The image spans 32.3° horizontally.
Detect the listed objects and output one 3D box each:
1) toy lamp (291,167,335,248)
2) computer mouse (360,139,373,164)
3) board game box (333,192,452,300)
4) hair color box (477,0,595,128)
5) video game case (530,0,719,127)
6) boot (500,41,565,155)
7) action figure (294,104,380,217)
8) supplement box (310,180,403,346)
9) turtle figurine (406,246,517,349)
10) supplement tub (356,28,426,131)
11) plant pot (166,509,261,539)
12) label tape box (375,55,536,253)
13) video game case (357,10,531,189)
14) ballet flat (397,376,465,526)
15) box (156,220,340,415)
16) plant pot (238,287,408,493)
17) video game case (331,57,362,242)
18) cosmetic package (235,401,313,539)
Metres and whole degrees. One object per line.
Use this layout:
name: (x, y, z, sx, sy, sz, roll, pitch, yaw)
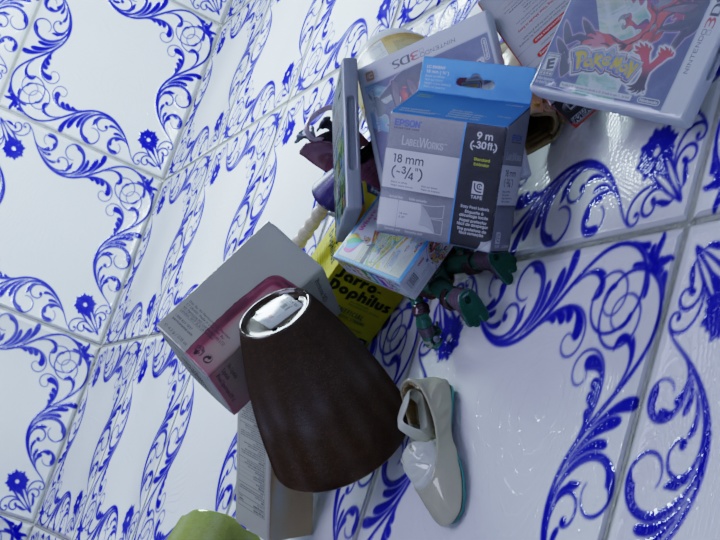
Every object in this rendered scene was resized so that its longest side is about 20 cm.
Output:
toy lamp: (-0.069, -0.061, 1.705, 0.200, 0.058, 0.058, -55, 23, 31)
computer mouse: (0.086, -0.196, 1.600, 0.046, 0.199, 0.140, 68, 157, 3)
board game box: (0.072, -0.070, 1.472, 0.134, 0.034, 0.201, 23, 72, 51)
hair color box: (0.220, -0.263, 1.390, 0.101, 0.061, 0.201, -40, 47, 17)
video game case: (0.283, -0.244, 1.247, 0.199, 0.023, 0.183, 22, 85, 48)
boot: (0.220, -0.236, 1.466, 0.200, 0.073, 0.156, -40, 38, 28)
action figure: (0.011, -0.141, 1.735, 0.134, 0.200, 0.149, -42, -5, -21)
supplement box: (0.000, 0.000, 1.701, 0.200, 0.108, 0.110, -55, 23, 28)
turtle figurine: (0.094, 0.016, 1.479, 0.200, 0.100, 0.151, 1, 70, 62)
supplement tub: (0.065, -0.255, 1.765, 0.145, 0.144, 0.200, -58, 21, 20)
plant pot: (-0.221, 0.439, 1.703, 0.200, 0.200, 0.185, -42, 19, 48)
label tape box: (0.102, -0.130, 1.354, 0.143, 0.063, 0.202, 11, 97, 29)
video game case: (0.091, -0.172, 1.424, 0.181, 0.023, 0.202, -20, 74, 29)
ballet flat: (0.072, 0.194, 1.377, 0.070, 0.069, 0.201, -53, 25, 32)
box: (-0.138, 0.061, 1.581, 0.200, 0.109, 0.128, -44, -28, -13)
plant pot: (-0.061, 0.126, 1.485, 0.186, 0.201, 0.187, -19, 29, 11)
video game case: (-0.017, -0.143, 1.537, 0.200, 0.022, 0.184, 118, 151, -79)
cosmetic package: (-0.113, 0.246, 1.651, 0.105, 0.071, 0.202, 15, 105, 57)
